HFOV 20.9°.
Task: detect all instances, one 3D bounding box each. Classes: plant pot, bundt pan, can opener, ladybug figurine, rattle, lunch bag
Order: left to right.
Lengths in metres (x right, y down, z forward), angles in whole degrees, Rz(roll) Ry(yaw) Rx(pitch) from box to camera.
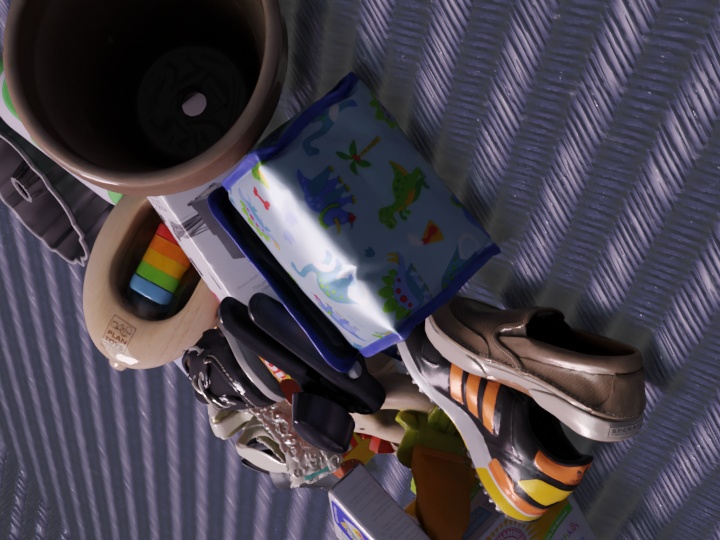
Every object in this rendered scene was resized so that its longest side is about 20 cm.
[{"bbox_3d":[-0.319,-0.105,1.995,0.202,0.076,0.202,42,161,18],"label":"bundt pan"},{"bbox_3d":[-0.139,-0.142,1.408,0.200,0.200,0.175,44,179,12],"label":"plant pot"},{"bbox_3d":[-0.165,-0.003,1.709,0.135,0.201,0.072,32,-179,14],"label":"ladybug figurine"},{"bbox_3d":[-0.039,0.068,1.475,0.063,0.079,0.200,-12,146,21],"label":"can opener"},{"bbox_3d":[-0.018,-0.027,1.416,0.171,0.127,0.200,52,162,-3],"label":"lunch bag"},{"bbox_3d":[0.011,0.157,1.611,0.198,0.144,0.130,-4,171,29],"label":"rattle"}]

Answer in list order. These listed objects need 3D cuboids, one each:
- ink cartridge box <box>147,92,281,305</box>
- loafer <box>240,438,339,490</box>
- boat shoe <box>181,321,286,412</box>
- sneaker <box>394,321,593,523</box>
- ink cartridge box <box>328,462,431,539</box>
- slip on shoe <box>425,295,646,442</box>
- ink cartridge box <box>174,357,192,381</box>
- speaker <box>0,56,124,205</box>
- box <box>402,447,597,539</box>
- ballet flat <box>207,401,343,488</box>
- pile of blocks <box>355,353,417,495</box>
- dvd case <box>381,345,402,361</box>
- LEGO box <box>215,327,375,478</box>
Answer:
[{"bbox_3d":[-0.113,-0.048,1.588,0.201,0.083,0.145,56,173,-11],"label":"ink cartridge box"},{"bbox_3d":[-0.060,0.202,2.035,0.068,0.070,0.200,56,159,-24],"label":"loafer"},{"bbox_3d":[-0.109,0.083,1.570,0.074,0.060,0.200,54,176,-14],"label":"boat shoe"},{"bbox_3d":[0.105,0.087,1.487,0.090,0.070,0.201,-40,75,36],"label":"sneaker"},{"bbox_3d":[0.054,0.258,1.572,0.200,0.047,0.198,45,167,13],"label":"ink cartridge box"},{"bbox_3d":[0.122,0.051,1.365,0.200,0.075,0.061,34,127,47],"label":"slip on shoe"},{"bbox_3d":[-0.170,0.035,1.863,0.200,0.042,0.120,53,-161,-60],"label":"ink cartridge box"},{"bbox_3d":[-0.251,-0.132,1.781,0.199,0.088,0.089,35,157,32],"label":"speaker"},{"bbox_3d":[0.135,0.251,1.642,0.101,0.112,0.201,18,144,55],"label":"box"},{"bbox_3d":[-0.097,0.133,1.752,0.199,0.072,0.072,31,155,42],"label":"ballet flat"},{"bbox_3d":[0.035,0.150,1.741,0.200,0.062,0.082,51,161,-7],"label":"pile of blocks"},{"bbox_3d":[0.000,0.000,1.594,0.142,0.018,0.201,22,148,54],"label":"dvd case"},{"bbox_3d":[-0.067,0.078,1.799,0.148,0.077,0.201,26,151,47],"label":"LEGO box"}]
